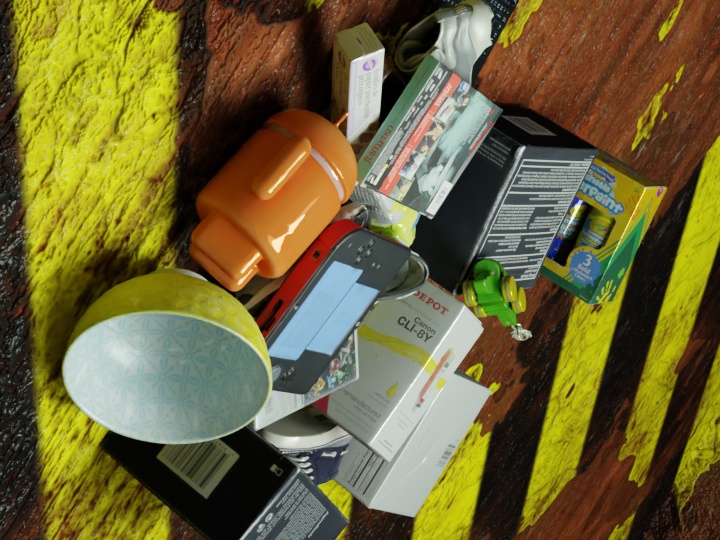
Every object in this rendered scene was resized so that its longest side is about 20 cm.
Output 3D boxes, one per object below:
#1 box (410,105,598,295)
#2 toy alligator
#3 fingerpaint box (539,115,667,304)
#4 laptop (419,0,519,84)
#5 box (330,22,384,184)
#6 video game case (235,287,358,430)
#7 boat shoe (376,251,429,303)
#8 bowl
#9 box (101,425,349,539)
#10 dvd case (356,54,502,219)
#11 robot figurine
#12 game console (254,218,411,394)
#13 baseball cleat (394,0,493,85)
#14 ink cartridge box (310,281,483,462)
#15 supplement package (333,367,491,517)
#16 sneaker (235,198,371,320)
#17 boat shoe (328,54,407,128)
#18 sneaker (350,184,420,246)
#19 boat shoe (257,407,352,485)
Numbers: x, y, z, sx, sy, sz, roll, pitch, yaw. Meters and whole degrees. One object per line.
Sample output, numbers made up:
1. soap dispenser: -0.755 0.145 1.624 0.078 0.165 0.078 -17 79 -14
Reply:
1. box: 0.160 -0.088 1.923 0.199 0.123 0.200 -3 122 -55
2. toy alligator: 0.166 0.028 1.879 0.200 0.059 0.055 43 43 -61
3. fingerpaint box: 0.262 -0.079 2.018 0.073 0.199 0.168 -5 124 -56
4. laptop: 0.164 -0.281 1.748 0.202 0.103 0.177 -61 152 7
5. box: -0.005 -0.161 1.586 0.038 0.042 0.201 -23 150 -17
6. video game case: -0.068 0.051 1.732 0.181 0.023 0.203 -22 116 -48
7. boat shoe: 0.000 0.000 1.738 0.199 0.060 0.077 -12 109 -51
8. bowl: -0.180 0.063 1.512 0.201 0.197 0.109 88 2 -48
9. box: -0.140 0.228 1.681 0.118 0.196 0.200 -50 153 -9
10. dvd case: 0.073 -0.136 1.661 0.147 0.022 0.200 -57 154 7
11. robot figurine: -0.082 -0.075 1.547 0.200 0.116 0.144 -49 137 -18
12. game console: -0.038 0.042 1.637 0.201 0.031 0.176 -53 153 8
13. baseball cleat: 0.078 -0.213 1.702 0.105 0.070 0.201 -13 145 -21
14. ink cartridge box: 0.028 0.099 1.881 0.201 0.144 0.083 -54 151 -6
15. supplement package: 0.054 0.202 2.070 0.201 0.110 0.155 -58 153 2
16. sneaker: -0.077 -0.006 1.637 0.200 0.079 0.074 -46 154 -16
17. boat shoe: 0.026 -0.170 1.673 0.072 0.067 0.200 -52 153 -10
18. sneaker: 0.036 -0.100 1.771 0.106 0.075 0.200 -61 165 -11
19. boat shoe: -0.070 0.221 1.921 0.199 0.074 0.094 -2 114 -59
